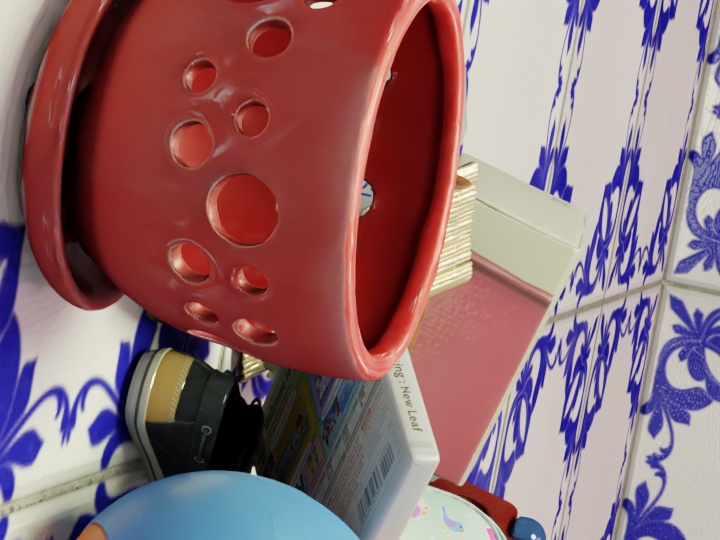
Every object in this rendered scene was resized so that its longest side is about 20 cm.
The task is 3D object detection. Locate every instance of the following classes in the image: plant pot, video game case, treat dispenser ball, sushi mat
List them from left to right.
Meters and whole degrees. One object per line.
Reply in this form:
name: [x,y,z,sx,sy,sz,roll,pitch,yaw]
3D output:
treat dispenser ball: [-0.076,0.208,1.310,0.201,0.199,0.202,12,90,-75]
plant pot: [-0.057,-0.060,1.212,0.200,0.181,0.202,12,90,-75]
video game case: [-0.014,0.104,1.430,0.183,0.022,0.201,-107,-151,-41]
sushi mat: [0.000,0.000,1.611,0.199,0.012,0.096,-24,130,-31]

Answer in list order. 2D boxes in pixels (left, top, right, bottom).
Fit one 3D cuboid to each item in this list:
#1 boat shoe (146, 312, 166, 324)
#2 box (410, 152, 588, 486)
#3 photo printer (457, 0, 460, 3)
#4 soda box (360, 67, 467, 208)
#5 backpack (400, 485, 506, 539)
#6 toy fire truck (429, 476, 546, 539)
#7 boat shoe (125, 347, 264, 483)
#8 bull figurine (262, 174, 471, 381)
boat shoe: [-0.078,0.005,1.426,0.200,0.073,0.065,51,47,-84]
box: [0.074,0.034,1.800,0.128,0.108,0.201,-61,177,-75]
photo printer: [0.048,-0.288,1.660,0.201,0.069,0.167,83,23,-51]
soda box: [0.016,-0.063,1.721,0.064,0.068,0.201,87,20,-45]
backpack: [0.017,0.220,1.583,0.199,0.153,0.177,15,60,-39]
toy fire truck: [0.048,0.209,1.852,0.200,0.167,0.113,-47,146,-63]
boat shoe: [-0.088,0.105,1.465,0.200,0.062,0.075,74,29,-64]
bull figurine: [0.004,0.015,1.554,0.121,0.065,0.201,-24,133,-48]
